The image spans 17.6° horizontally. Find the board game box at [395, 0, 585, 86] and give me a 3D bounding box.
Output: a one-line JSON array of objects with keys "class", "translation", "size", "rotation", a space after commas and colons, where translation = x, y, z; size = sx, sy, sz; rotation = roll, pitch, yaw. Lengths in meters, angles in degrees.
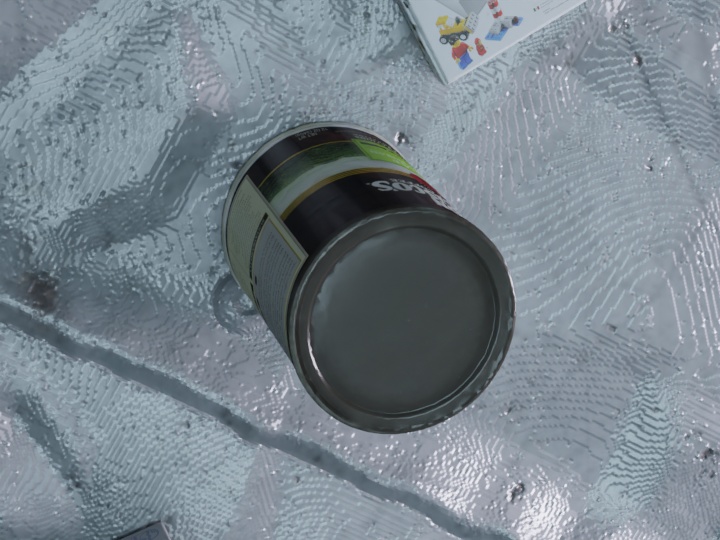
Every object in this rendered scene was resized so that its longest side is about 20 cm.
[{"class": "board game box", "translation": [0.110, -0.229, 1.546], "size": [0.199, 0.035, 0.127], "rotation": [-31, 115, -4]}]

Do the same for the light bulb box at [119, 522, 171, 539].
[{"class": "light bulb box", "translation": [-0.185, 0.317, 1.601], "size": [0.199, 0.125, 0.200], "rotation": [-23, 114, -9]}]

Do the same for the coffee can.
[{"class": "coffee can", "translation": [0.000, 0.000, 1.503], "size": [0.145, 0.200, 0.148], "rotation": [-5, 110, -15]}]
